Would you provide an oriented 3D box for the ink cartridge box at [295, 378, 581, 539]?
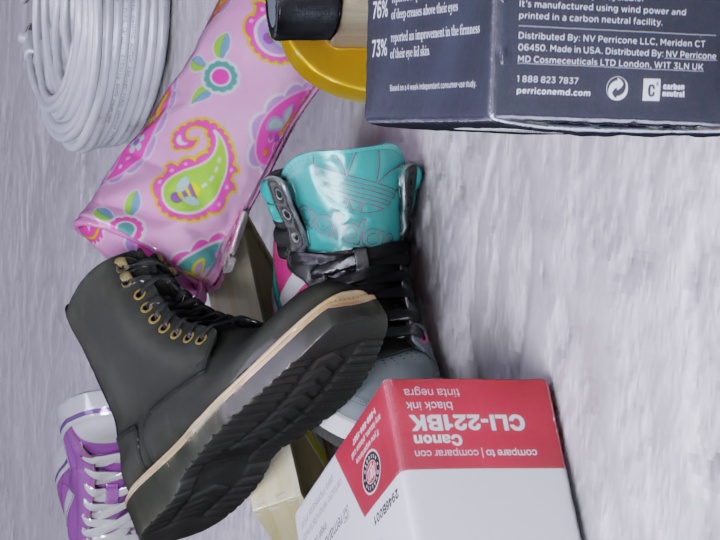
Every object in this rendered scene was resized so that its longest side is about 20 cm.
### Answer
[{"bbox_3d":[0.041,0.169,1.097,0.145,0.083,0.201,121,144,-54],"label":"ink cartridge box"}]

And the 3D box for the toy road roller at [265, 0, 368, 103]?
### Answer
[{"bbox_3d":[0.004,-0.179,1.170,0.146,0.122,0.202,126,141,-76],"label":"toy road roller"}]

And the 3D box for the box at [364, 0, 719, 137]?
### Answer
[{"bbox_3d":[0.074,-0.155,0.987,0.148,0.103,0.202,-169,80,-70],"label":"box"}]

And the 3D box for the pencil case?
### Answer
[{"bbox_3d":[-0.069,-0.079,1.304,0.201,0.087,0.087,-61,15,-13],"label":"pencil case"}]

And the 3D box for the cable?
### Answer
[{"bbox_3d":[-0.190,-0.184,1.789,0.200,0.069,0.201,115,148,-48],"label":"cable"}]

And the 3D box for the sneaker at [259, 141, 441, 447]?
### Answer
[{"bbox_3d":[0.000,0.000,1.234,0.200,0.083,0.122,-123,29,-60],"label":"sneaker"}]

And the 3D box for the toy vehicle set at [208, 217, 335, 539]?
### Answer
[{"bbox_3d":[-0.044,0.070,1.334,0.125,0.026,0.201,63,-170,-52],"label":"toy vehicle set"}]

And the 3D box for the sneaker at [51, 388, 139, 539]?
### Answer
[{"bbox_3d":[-0.170,0.157,1.731,0.201,0.072,0.115,109,152,-65],"label":"sneaker"}]

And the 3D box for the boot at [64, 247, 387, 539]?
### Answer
[{"bbox_3d":[-0.078,0.027,1.195,0.200,0.077,0.139,-44,62,39],"label":"boot"}]
